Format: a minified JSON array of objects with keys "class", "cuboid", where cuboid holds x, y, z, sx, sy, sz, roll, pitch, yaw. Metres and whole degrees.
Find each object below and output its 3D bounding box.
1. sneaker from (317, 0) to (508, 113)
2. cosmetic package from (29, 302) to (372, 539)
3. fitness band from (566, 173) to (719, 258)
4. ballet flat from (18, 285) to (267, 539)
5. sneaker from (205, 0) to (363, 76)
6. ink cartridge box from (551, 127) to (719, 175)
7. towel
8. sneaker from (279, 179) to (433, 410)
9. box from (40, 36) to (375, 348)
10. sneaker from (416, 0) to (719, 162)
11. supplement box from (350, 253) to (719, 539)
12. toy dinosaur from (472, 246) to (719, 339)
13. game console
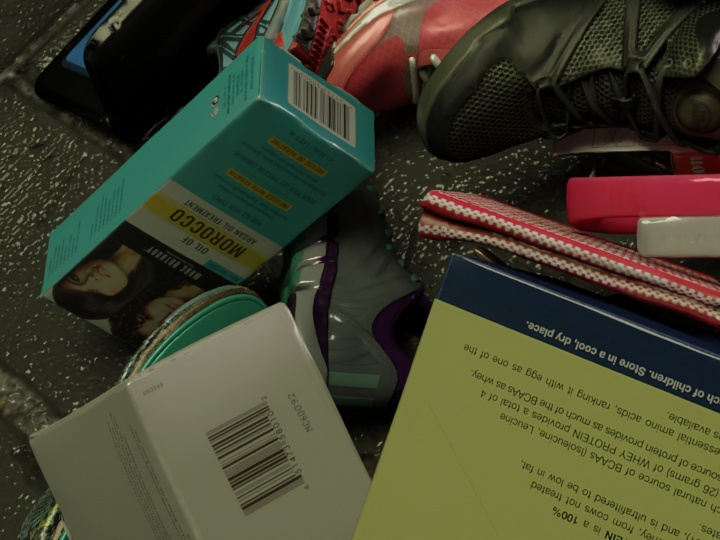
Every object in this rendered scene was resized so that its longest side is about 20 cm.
[{"class":"sneaker","cuboid":[0.069,-0.131,0.925,0.198,0.074,0.087,-24,57,-8]},{"class":"cosmetic package","cuboid":[-0.079,0.095,0.722,0.084,0.200,0.109,-26,90,-25]},{"class":"fitness band","cuboid":[0.194,-0.030,0.730,0.197,0.143,0.038,1,96,22]},{"class":"ballet flat","cuboid":[-0.122,0.091,0.854,0.074,0.075,0.201,20,62,32]},{"class":"sneaker","cuboid":[-0.056,-0.153,0.995,0.094,0.080,0.202,1,53,27]},{"class":"ink cartridge box","cuboid":[0.213,-0.094,0.865,0.197,0.051,0.110,0,57,22]},{"class":"towel","cuboid":[0.105,-0.005,0.731,0.143,0.200,0.023,19,95,10]},{"class":"sneaker","cuboid":[0.000,0.000,0.884,0.086,0.075,0.202,10,51,-8]},{"class":"box","cuboid":[-0.086,-0.035,0.857,0.199,0.082,0.050,-38,36,33]},{"class":"sneaker","cuboid":[0.129,-0.099,0.820,0.197,0.077,0.115,-24,45,-2]},{"class":"supplement box","cuboid":[0.110,0.125,0.627,0.198,0.134,0.202,21,94,25]},{"class":"toy dinosaur","cuboid":[0.135,0.050,0.771,0.134,0.086,0.201,-30,43,-5]},{"class":"game console","cuboid":[-0.131,-0.196,1.019,0.116,0.176,0.201,36,76,14]}]
